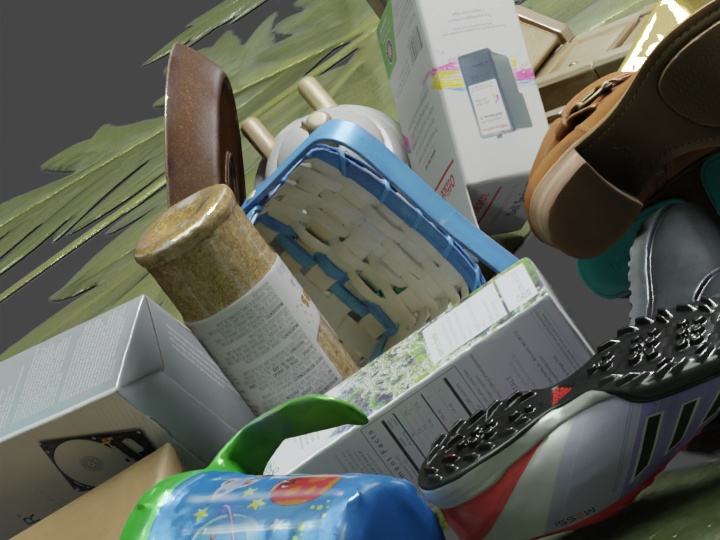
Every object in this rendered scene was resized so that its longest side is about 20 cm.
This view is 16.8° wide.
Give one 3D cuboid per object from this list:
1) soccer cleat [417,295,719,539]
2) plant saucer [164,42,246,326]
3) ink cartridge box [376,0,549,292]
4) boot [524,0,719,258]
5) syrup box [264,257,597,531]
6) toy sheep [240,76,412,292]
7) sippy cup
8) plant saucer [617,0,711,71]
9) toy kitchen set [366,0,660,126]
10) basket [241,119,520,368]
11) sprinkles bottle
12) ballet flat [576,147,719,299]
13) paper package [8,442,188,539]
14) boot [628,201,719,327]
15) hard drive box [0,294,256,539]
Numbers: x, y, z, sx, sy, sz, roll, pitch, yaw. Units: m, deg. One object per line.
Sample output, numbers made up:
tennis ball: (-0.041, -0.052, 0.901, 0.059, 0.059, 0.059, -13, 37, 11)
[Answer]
soccer cleat: (0.125, 0.078, 1.179, 0.200, 0.073, 0.068, -30, 20, 22)
plant saucer: (-0.099, -0.050, 1.605, 0.034, 0.201, 0.200, -3, 22, 4)
ink cartridge box: (0.073, -0.093, 1.580, 0.067, 0.201, 0.117, -10, -16, -13)
boot: (0.168, -0.090, 1.351, 0.200, 0.077, 0.155, -51, 8, 9)
syrup box: (0.036, 0.087, 1.322, 0.200, 0.082, 0.079, -36, 15, 5)
toy sheep: (-0.014, -0.054, 1.670, 0.137, 0.200, 0.138, -6, 64, 13)
sippy cup: (-0.029, 0.156, 1.192, 0.130, 0.178, 0.139, -14, 1, 37)
plant saucer: (0.215, -0.133, 1.513, 0.200, 0.048, 0.200, -59, 9, -27)
toy kitchen set: (0.103, -0.159, 1.679, 0.200, 0.181, 0.163, -17, 26, 47)
basket: (0.000, 0.000, 1.468, 0.200, 0.176, 0.139, -28, 25, 55)
sprinkles bottle: (-0.045, 0.048, 1.382, 0.068, 0.200, 0.068, -33, 17, 12)
ballet flat: (0.204, -0.042, 1.365, 0.200, 0.068, 0.068, -21, 12, 42)
paper package: (-0.161, 0.217, 1.333, 0.200, 0.104, 0.191, -31, 19, 15)
boot: (0.227, -0.011, 1.216, 0.200, 0.066, 0.165, -32, 29, 34)
hard drive box: (-0.153, 0.116, 1.476, 0.200, 0.156, 0.077, -25, 37, 37)
